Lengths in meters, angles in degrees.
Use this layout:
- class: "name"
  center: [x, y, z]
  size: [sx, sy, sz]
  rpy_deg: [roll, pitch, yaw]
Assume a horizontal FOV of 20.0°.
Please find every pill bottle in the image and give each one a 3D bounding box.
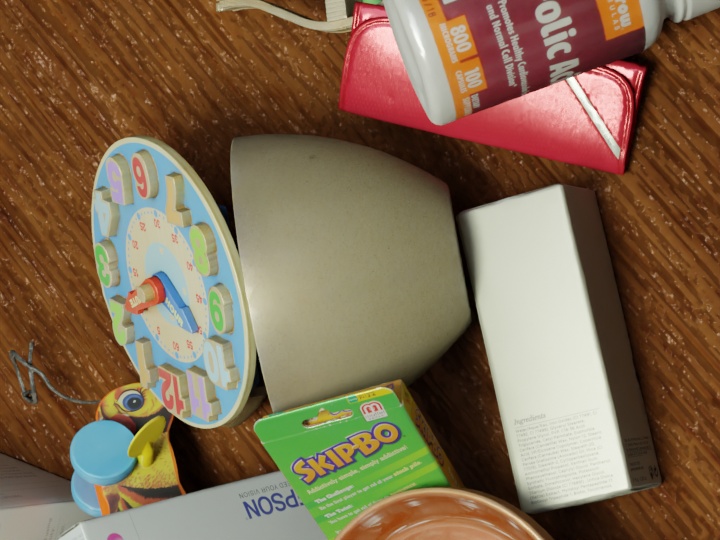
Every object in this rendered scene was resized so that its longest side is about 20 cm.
- class: "pill bottle"
  center: [0.119, -0.175, 1.271]
  size: [0.199, 0.114, 0.115]
  rpy_deg: [-21, 78, -1]

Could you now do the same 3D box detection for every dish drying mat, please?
- class: "dish drying mat"
  center: [0.084, -0.120, 1.344]
  size: [0.199, 0.018, 0.077]
  rpy_deg: [14, 110, 13]

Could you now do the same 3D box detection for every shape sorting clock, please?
- class: "shape sorting clock"
  center: [-0.129, 0.009, 1.350]
  size: [0.200, 0.039, 0.201]
  rpy_deg: [37, 139, 41]

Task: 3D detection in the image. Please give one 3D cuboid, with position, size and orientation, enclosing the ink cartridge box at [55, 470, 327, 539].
- class: "ink cartridge box"
  center: [-0.082, 0.243, 1.351]
  size: [0.043, 0.196, 0.201]
  rpy_deg: [-37, 71, 44]

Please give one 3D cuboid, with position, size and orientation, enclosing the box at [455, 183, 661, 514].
- class: "box"
  center: [0.128, 0.051, 1.318]
  size: [0.082, 0.068, 0.201]
  rpy_deg: [-14, 81, 26]

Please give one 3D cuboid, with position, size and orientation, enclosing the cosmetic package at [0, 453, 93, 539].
- class: "cosmetic package"
  center: [-0.326, 0.215, 1.496]
  size: [0.199, 0.165, 0.166]
  rpy_deg: [18, 96, 26]

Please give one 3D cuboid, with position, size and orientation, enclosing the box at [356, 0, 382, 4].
- class: "box"
  center: [0.058, -0.252, 1.384]
  size: [0.144, 0.036, 0.201]
  rpy_deg: [-9, 83, 27]

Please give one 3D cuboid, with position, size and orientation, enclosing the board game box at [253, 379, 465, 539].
- class: "board game box"
  center: [0.012, 0.139, 1.309]
  size: [0.095, 0.200, 0.030]
  rpy_deg: [-16, 46, 15]

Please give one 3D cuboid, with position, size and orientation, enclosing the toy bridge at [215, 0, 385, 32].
- class: "toy bridge"
  center: [-0.014, -0.197, 1.386]
  size: [0.199, 0.027, 0.068]
  rpy_deg: [-9, 86, 28]

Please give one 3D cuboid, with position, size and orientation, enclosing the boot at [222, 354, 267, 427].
- class: "boot"
  center: [-0.125, 0.022, 1.455]
  size: [0.201, 0.073, 0.076]
  rpy_deg: [62, 145, 26]

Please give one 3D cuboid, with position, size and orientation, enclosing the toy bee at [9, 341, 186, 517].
- class: "toy bee"
  center: [-0.157, 0.121, 1.440]
  size: [0.108, 0.131, 0.201]
  rpy_deg: [-22, 83, -19]

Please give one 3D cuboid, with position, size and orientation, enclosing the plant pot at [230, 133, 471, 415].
- class: "plant pot"
  center: [0.000, 0.000, 1.335]
  size: [0.134, 0.200, 0.201]
  rpy_deg: [-10, 83, 2]

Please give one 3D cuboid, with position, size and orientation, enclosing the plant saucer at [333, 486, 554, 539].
- class: "plant saucer"
  center: [0.057, 0.235, 1.276]
  size: [0.199, 0.032, 0.202]
  rpy_deg: [-1, 88, 28]
